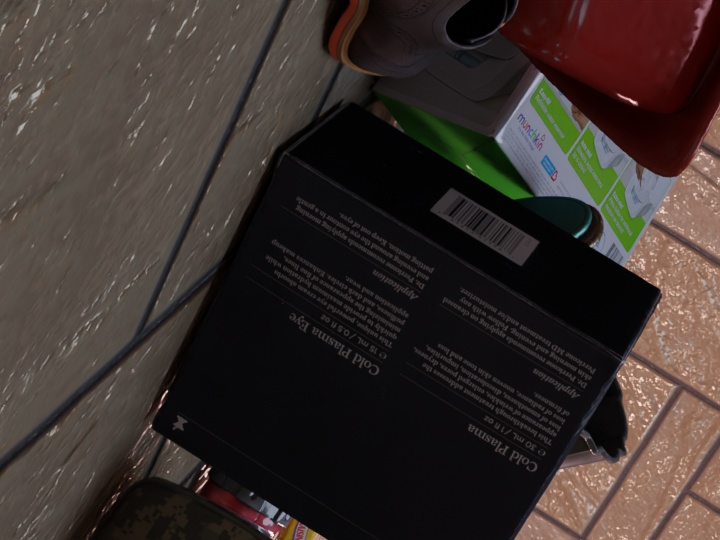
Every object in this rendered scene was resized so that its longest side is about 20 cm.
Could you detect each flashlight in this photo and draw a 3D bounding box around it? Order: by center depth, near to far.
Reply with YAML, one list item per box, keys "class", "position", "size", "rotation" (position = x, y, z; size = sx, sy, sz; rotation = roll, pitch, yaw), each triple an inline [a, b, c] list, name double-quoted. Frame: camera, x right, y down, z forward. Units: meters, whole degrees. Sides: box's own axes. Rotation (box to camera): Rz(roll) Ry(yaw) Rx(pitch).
- class: "flashlight"
  position: [-0.115, 0.216, 1.319]
  size: [0.200, 0.068, 0.068]
  rotation: [-57, 157, -5]

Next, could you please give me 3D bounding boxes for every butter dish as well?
- class: "butter dish"
  position: [0.104, -0.178, 0.926]
  size: [0.201, 0.147, 0.200]
  rotation: [-66, -146, 21]

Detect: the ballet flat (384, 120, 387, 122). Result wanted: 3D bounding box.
- class: "ballet flat"
  position: [0.000, 0.000, 1.177]
  size: [0.068, 0.072, 0.200]
  rotation: [-47, 166, -53]

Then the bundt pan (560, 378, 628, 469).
- class: "bundt pan"
  position: [0.133, 0.067, 1.508]
  size: [0.076, 0.203, 0.202]
  rotation: [-24, -176, 19]

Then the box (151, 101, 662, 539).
- class: "box"
  position: [0.023, 0.046, 1.021]
  size: [0.183, 0.200, 0.104]
  rotation: [-61, 173, 26]

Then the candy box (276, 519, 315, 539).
- class: "candy box"
  position: [-0.021, 0.103, 1.427]
  size: [0.200, 0.026, 0.102]
  rotation: [-77, -173, -47]

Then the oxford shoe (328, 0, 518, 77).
- class: "oxford shoe"
  position: [0.031, -0.118, 0.893]
  size: [0.071, 0.072, 0.200]
  rotation: [-58, 173, -4]

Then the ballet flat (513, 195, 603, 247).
- class: "ballet flat"
  position: [0.048, 0.005, 1.098]
  size: [0.071, 0.199, 0.065]
  rotation: [-65, 141, -49]

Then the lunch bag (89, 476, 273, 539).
- class: "lunch bag"
  position: [-0.088, 0.235, 1.077]
  size: [0.201, 0.139, 0.168]
  rotation: [-60, 144, -13]

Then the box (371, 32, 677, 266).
- class: "box"
  position: [0.126, -0.113, 1.151]
  size: [0.177, 0.096, 0.200]
  rotation: [-58, 144, -10]
